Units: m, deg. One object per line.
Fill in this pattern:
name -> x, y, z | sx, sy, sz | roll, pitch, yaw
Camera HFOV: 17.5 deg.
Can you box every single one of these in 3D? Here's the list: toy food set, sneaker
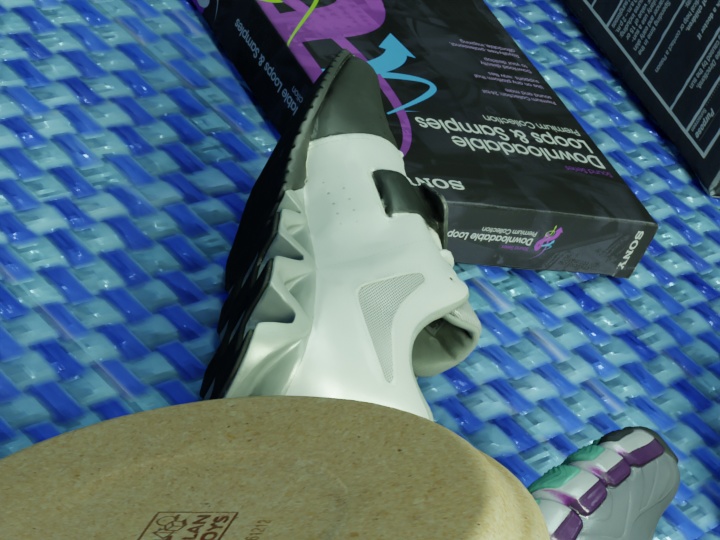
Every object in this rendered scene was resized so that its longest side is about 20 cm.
toy food set -> -0.042, 0.090, 0.622 | 0.198, 0.049, 0.200 | -8, 20, 3
sneaker -> 0.054, 0.123, 0.712 | 0.088, 0.074, 0.200 | 46, 44, 10
sneaker -> 0.000, 0.000, 0.844 | 0.088, 0.074, 0.200 | 22, 40, -11

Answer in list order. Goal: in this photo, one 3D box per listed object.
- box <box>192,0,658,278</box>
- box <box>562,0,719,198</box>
box -> 0.023, -0.075, 1.008 | 0.143, 0.036, 0.200 | 4, 39, -36
box -> 0.213, -0.164, 1.141 | 0.123, 0.200, 0.198 | 7, 37, -33
